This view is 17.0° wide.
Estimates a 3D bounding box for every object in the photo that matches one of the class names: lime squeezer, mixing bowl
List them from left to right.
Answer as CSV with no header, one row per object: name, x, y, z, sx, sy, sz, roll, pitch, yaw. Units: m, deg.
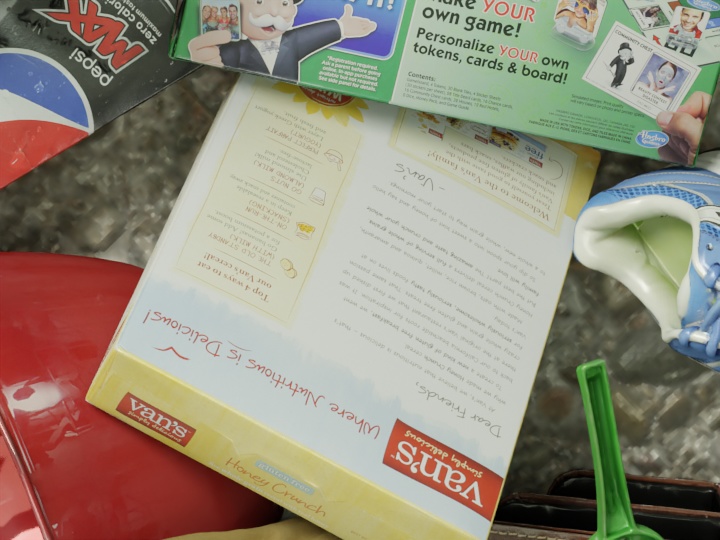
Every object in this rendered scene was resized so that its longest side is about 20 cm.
mixing bowl,-0.097,0.072,0.894,0.108,0.200,0.202,-21,100,-21
lime squeezer,0.108,0.129,0.843,0.037,0.071,0.202,-16,87,-23

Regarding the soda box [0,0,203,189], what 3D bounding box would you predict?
soda box,-0.137,-0.069,0.913,0.199,0.071,0.064,-31,101,5

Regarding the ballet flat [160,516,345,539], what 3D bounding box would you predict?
ballet flat,-0.038,0.120,0.803,0.063,0.199,0.069,26,118,36

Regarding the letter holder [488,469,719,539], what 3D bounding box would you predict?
letter holder,0.075,0.186,0.944,0.141,0.101,0.202,6,100,2

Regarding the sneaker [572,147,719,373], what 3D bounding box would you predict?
sneaker,0.153,0.022,0.851,0.077,0.200,0.076,-8,119,-33

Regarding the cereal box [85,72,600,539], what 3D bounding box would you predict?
cereal box,0.000,0.000,0.867,0.143,0.201,0.040,29,138,-7

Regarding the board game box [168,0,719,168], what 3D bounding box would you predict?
board game box,0.042,-0.122,0.859,0.198,0.029,0.136,11,108,-10
